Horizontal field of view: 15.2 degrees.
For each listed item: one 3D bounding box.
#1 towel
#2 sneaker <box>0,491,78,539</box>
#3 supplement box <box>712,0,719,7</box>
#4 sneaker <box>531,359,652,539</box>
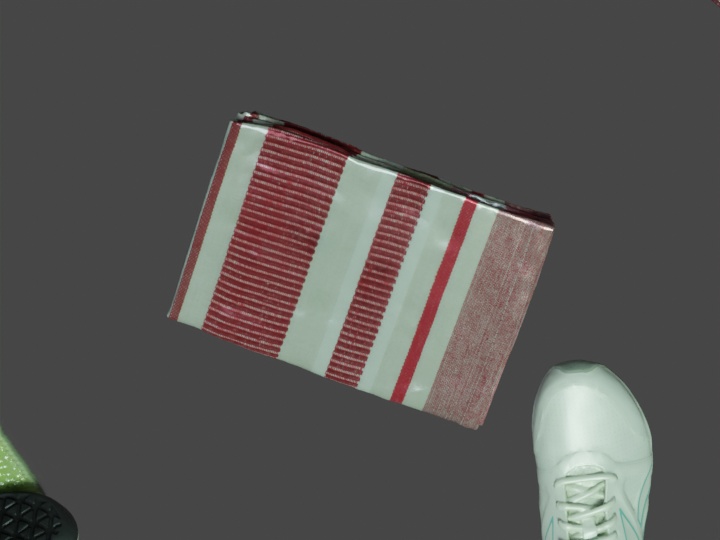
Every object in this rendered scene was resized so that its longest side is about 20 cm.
[{"bbox_3d":[0.000,0.000,1.578,0.199,0.023,0.144,20,115,-1],"label":"towel"},{"bbox_3d":[-0.248,0.207,1.673,0.200,0.072,0.083,-28,131,17],"label":"sneaker"},{"bbox_3d":[0.288,-0.140,1.470,0.200,0.061,0.109,38,111,-8],"label":"supplement box"},{"bbox_3d":[0.140,0.151,1.593,0.070,0.080,0.201,-4,110,9],"label":"sneaker"}]
